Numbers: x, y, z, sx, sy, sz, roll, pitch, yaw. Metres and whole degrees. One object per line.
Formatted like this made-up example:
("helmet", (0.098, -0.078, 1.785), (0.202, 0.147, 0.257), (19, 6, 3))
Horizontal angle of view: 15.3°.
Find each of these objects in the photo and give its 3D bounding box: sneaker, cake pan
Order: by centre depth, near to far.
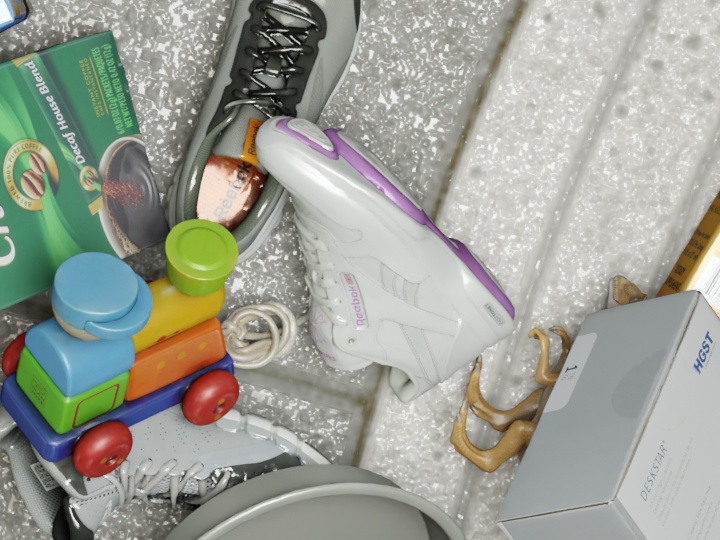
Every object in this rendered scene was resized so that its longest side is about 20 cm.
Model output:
("sneaker", (0.000, 0.000, 1.414), (0.100, 0.075, 0.200), (-42, 125, 5))
("sneaker", (-0.111, 0.119, 1.424), (0.199, 0.116, 0.075), (27, 135, 1))
("sneaker", (-0.047, -0.094, 1.429), (0.073, 0.079, 0.202), (19, 93, -4))
("cake pan", (-0.036, 0.182, 1.434), (0.199, 0.037, 0.201), (-12, 130, -15))

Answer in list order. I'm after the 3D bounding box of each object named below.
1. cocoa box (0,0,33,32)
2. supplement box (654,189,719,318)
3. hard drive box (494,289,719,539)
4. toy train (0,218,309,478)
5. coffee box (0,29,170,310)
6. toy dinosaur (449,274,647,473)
("cocoa box", (-0.271, -0.193, 1.375), (0.133, 0.131, 0.201), (-25, 97, -1))
("supplement box", (0.233, -0.038, 1.461), (0.069, 0.067, 0.201), (32, 93, -5))
("hard drive box", (0.175, 0.138, 1.401), (0.076, 0.156, 0.200), (-14, 123, 39))
("toy train", (-0.087, 0.017, 1.388), (0.199, 0.116, 0.085), (-25, 62, -33))
("coffee box", (-0.192, -0.042, 1.380), (0.199, 0.044, 0.124), (-23, 100, -46))
("toy dinosaur", (0.102, 0.099, 1.464), (0.105, 0.060, 0.201), (18, 104, 4))
